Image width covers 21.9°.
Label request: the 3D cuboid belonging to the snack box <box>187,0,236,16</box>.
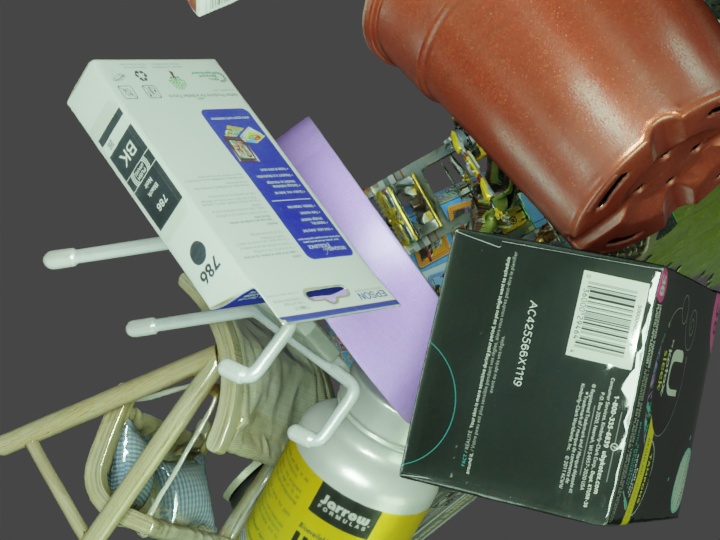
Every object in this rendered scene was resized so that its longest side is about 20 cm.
[{"bbox_3d":[-0.007,-0.205,1.019,0.199,0.024,0.072,-27,155,-20],"label":"snack box"}]

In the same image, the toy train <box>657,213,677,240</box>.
[{"bbox_3d":[0.231,-0.073,1.567,0.042,0.057,0.200,-37,158,5],"label":"toy train"}]

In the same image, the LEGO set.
[{"bbox_3d":[0.080,-0.019,1.301,0.115,0.201,0.154,-29,-172,-12],"label":"LEGO set"}]

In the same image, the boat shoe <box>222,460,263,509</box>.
[{"bbox_3d":[-0.032,0.179,1.678,0.199,0.068,0.072,-16,152,-36],"label":"boat shoe"}]

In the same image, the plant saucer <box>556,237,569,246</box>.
[{"bbox_3d":[0.181,0.007,1.488,0.036,0.201,0.200,-16,156,0],"label":"plant saucer"}]

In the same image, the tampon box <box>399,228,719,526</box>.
[{"bbox_3d":[0.129,0.066,1.118,0.200,0.126,0.151,13,89,-68],"label":"tampon box"}]

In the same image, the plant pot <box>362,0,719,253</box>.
[{"bbox_3d":[0.136,-0.130,1.146,0.200,0.196,0.201,-30,157,-14],"label":"plant pot"}]

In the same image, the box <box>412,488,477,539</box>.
[{"bbox_3d":[0.044,0.165,1.451,0.200,0.048,0.158,-41,160,21],"label":"box"}]

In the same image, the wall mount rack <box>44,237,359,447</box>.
[{"bbox_3d":[-0.093,0.030,1.160,0.075,0.173,0.200,-52,149,-8],"label":"wall mount rack"}]

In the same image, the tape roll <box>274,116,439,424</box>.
[{"bbox_3d":[0.000,0.000,1.199,0.066,0.201,0.200,-37,157,2],"label":"tape roll"}]

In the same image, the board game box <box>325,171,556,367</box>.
[{"bbox_3d":[0.067,0.019,1.419,0.199,0.152,0.037,-23,-163,-26],"label":"board game box"}]

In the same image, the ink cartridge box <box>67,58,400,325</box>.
[{"bbox_3d":[-0.071,-0.037,1.028,0.099,0.200,0.039,-6,140,-48],"label":"ink cartridge box"}]

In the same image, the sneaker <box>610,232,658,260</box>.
[{"bbox_3d":[0.181,-0.107,1.351,0.070,0.201,0.076,0,-160,17],"label":"sneaker"}]

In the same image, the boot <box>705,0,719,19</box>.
[{"bbox_3d":[0.292,-0.257,1.257,0.157,0.079,0.212,6,115,-36],"label":"boot"}]

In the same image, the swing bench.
[{"bbox_3d":[-0.123,0.126,1.365,0.200,0.130,0.199,-39,157,8],"label":"swing bench"}]

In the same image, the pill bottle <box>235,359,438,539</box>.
[{"bbox_3d":[-0.011,0.161,1.316,0.111,0.111,0.201,-4,127,-52],"label":"pill bottle"}]
